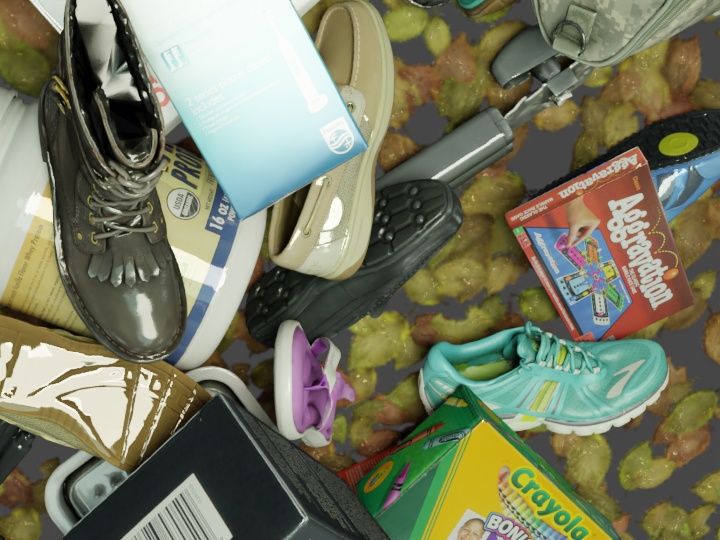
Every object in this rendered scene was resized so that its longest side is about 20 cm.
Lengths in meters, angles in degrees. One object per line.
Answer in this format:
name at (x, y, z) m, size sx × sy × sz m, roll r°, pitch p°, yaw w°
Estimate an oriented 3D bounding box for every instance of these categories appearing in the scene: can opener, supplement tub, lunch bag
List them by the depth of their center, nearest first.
lunch bag at (0.203, -0.232, 0.686) m, size 0.200 × 0.139 × 0.168 m, roll -31°, pitch 147°, yaw -42°
supplement tub at (-0.178, -0.030, 0.709) m, size 0.199 × 0.144 × 0.145 m, roll 23°, pitch 102°, yaw -17°
can opener at (0.087, -0.114, 0.792) m, size 0.199 × 0.053 × 0.067 m, roll -33°, pitch 79°, yaw 1°

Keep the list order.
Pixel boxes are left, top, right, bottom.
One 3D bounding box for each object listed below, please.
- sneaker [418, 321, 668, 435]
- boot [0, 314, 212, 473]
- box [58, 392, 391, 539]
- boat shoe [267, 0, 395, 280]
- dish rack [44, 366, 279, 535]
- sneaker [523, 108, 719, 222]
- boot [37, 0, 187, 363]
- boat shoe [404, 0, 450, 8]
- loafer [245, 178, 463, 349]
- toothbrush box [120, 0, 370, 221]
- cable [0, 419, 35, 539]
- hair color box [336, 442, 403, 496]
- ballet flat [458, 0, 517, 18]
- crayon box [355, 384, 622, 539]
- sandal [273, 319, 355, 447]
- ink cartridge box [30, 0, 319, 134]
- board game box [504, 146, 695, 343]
sneaker at (0.145, 0.081, 0.821) m, size 0.199 × 0.078 × 0.080 m, roll -7°, pitch 133°, yaw 0°
boot at (-0.192, 0.084, 0.713) m, size 0.199 × 0.155 × 0.073 m, roll 21°, pitch 78°, yaw -17°
box at (-0.072, 0.193, 0.669) m, size 0.148 × 0.107 × 0.200 m, roll -42°, pitch 145°, yaw -1°
boat shoe at (-0.026, -0.097, 0.722) m, size 0.065 × 0.072 × 0.201 m, roll 13°, pitch 80°, yaw -36°
dish rack at (-0.117, 0.184, 0.789) m, size 0.171 × 0.044 × 0.200 m, roll -35°, pitch 102°, yaw -1°
sneaker at (0.222, -0.056, 0.825) m, size 0.199 × 0.066 × 0.079 m, roll -29°, pitch 124°, yaw -1°
boot at (-0.131, -0.043, 0.557) m, size 0.069 × 0.174 × 0.201 m, roll -19°, pitch 94°, yaw -19°
boat shoe at (0.041, -0.280, 0.713) m, size 0.072 × 0.063 × 0.201 m, roll -12°, pitch 109°, yaw -7°
loafer at (0.000, 0.000, 0.772) m, size 0.200 × 0.068 × 0.070 m, roll -34°, pitch 137°, yaw 30°
toothbrush box at (-0.086, -0.147, 0.596) m, size 0.085 × 0.146 × 0.201 m, roll -28°, pitch 109°, yaw -1°
cable at (-0.242, 0.177, 0.820) m, size 0.162 × 0.051 × 0.201 m, roll 6°, pitch 101°, yaw -4°
hair color box at (0.042, 0.202, 0.871) m, size 0.199 × 0.061 × 0.102 m, roll -25°, pitch 110°, yaw -2°
ballet flat at (0.141, -0.264, 0.745) m, size 0.072 × 0.068 × 0.201 m, roll 17°, pitch 101°, yaw -35°
crayon box at (0.106, 0.197, 0.815) m, size 0.119 × 0.058 × 0.200 m, roll -44°, pitch 113°, yaw 7°
sandal at (-0.029, 0.082, 0.758) m, size 0.049 × 0.203 × 0.083 m, roll -5°, pitch 77°, yaw 3°
ink cartridge box at (-0.108, -0.211, 0.695) m, size 0.200 × 0.084 × 0.146 m, roll -40°, pitch 110°, yaw 3°
board game box at (0.187, -0.006, 0.793) m, size 0.103 × 0.020 × 0.200 m, roll -28°, pitch 141°, yaw 10°
